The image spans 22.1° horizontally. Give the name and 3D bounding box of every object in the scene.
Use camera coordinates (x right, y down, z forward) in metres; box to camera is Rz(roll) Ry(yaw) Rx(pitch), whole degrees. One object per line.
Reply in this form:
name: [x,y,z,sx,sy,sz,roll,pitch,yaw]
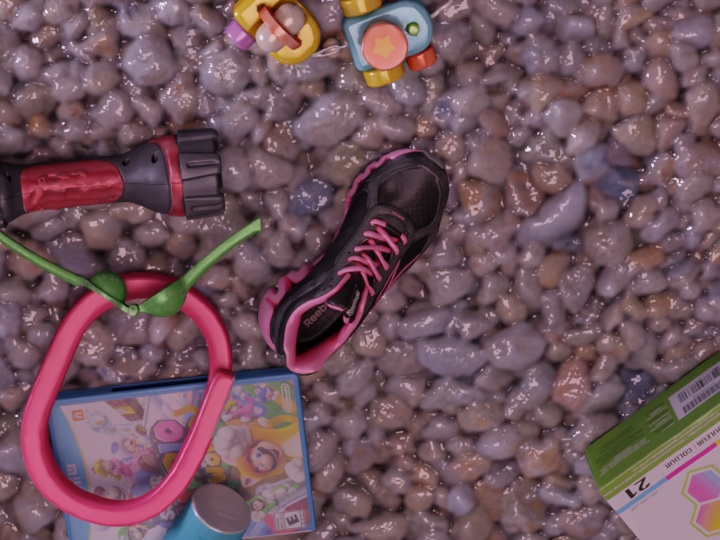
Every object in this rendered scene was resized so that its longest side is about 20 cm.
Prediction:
tube: [-0.149,0.254,1.488,0.077,0.050,0.200,25,125,-8]
lime squeezer: [-0.171,0.001,1.366,0.199,0.038,0.071,-2,109,-2]
ink cartridge box: [0.300,0.186,1.480,0.148,0.076,0.200,-37,108,11]
video game case: [-0.141,0.154,1.470,0.199,0.018,0.144,-6,113,-1]
flashlight: [-0.200,-0.062,1.349,0.199,0.068,0.068,-7,146,-6]
fitness band: [-0.179,0.099,1.420,0.143,0.037,0.201,24,98,-4]
toy train: [-0.021,-0.209,1.312,0.199,0.056,0.151,18,110,-10]
sneaker: [0.000,0.000,1.377,0.079,0.095,0.200,34,105,-14]
